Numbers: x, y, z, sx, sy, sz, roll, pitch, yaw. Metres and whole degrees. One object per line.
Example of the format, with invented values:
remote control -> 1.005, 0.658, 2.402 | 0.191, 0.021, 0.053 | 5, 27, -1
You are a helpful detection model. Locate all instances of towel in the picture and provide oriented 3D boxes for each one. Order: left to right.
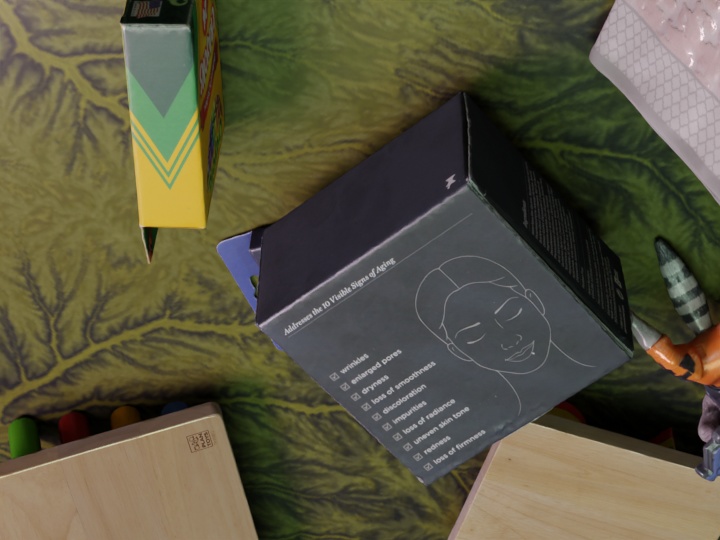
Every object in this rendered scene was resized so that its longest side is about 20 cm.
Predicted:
towel -> 0.238, -0.161, 1.515 | 0.032, 0.200, 0.192 | -8, 135, -32

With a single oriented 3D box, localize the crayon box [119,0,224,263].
crayon box -> -0.129, -0.121, 1.605 | 0.050, 0.127, 0.201 | 1, 129, 3

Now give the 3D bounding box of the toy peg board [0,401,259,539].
toy peg board -> -0.195, 0.190, 1.882 | 0.197, 0.098, 0.201 | -16, 127, -4

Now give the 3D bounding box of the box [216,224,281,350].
box -> 0.000, 0.000, 1.748 | 0.198, 0.033, 0.122 | -19, 124, 18

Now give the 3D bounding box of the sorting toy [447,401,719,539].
sorting toy -> 0.183, 0.195, 1.860 | 0.198, 0.070, 0.200 | 16, 126, -8

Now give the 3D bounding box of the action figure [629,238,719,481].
action figure -> 0.303, 0.051, 1.750 | 0.199, 0.105, 0.194 | -38, 128, -1

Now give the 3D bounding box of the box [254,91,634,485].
box -> 0.061, 0.016, 1.659 | 0.199, 0.124, 0.197 | -33, 121, 22
